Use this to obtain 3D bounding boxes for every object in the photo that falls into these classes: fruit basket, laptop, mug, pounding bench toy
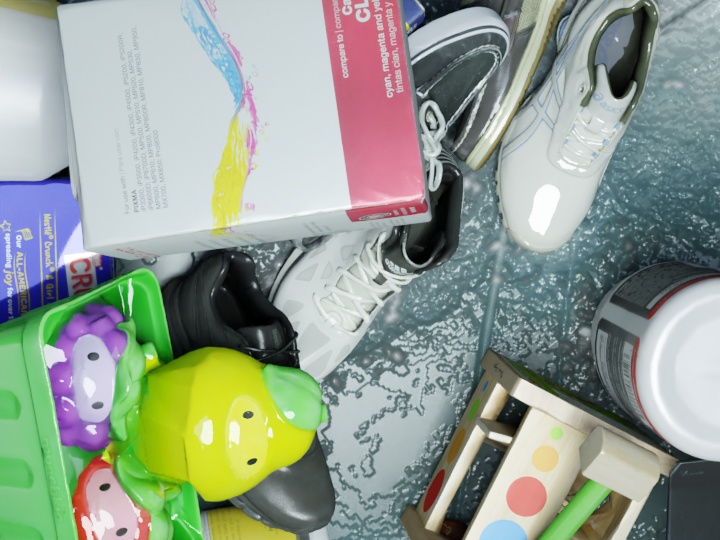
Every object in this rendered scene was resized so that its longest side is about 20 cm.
[{"bbox_3d":[-0.131,0.106,1.204,0.214,0.155,0.218,7,107,25],"label":"fruit basket"},{"bbox_3d":[0.279,0.178,1.326,0.176,0.200,0.104,-5,82,-5],"label":"laptop"},{"bbox_3d":[-0.249,-0.140,1.241,0.152,0.149,0.188,8,95,-4],"label":"mug"},{"bbox_3d":[0.119,0.164,1.293,0.124,0.200,0.157,27,93,-9],"label":"pounding bench toy"}]

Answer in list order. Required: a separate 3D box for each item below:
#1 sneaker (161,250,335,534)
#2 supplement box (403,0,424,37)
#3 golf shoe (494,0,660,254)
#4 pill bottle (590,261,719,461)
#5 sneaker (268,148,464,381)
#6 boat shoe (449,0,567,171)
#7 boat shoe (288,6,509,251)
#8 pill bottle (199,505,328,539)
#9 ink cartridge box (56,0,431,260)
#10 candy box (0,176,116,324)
[{"bbox_3d":[-0.069,0.079,1.284,0.076,0.091,0.201,-19,74,-38],"label":"sneaker"},{"bbox_3d":[-0.065,-0.138,1.274,0.200,0.109,0.110,-40,86,0],"label":"supplement box"},{"bbox_3d":[0.149,-0.105,1.317,0.078,0.097,0.202,17,96,-9],"label":"golf shoe"},{"bbox_3d":[0.219,0.054,1.289,0.115,0.200,0.117,0,95,-5],"label":"pill bottle"},{"bbox_3d":[0.000,0.000,1.303,0.075,0.115,0.201,34,93,-11],"label":"sneaker"},{"bbox_3d":[0.098,-0.170,1.320,0.066,0.072,0.202,24,89,-3],"label":"boat shoe"},{"bbox_3d":[0.025,-0.088,1.245,0.199,0.068,0.074,-35,142,-6],"label":"boat shoe"},{"bbox_3d":[-0.117,0.223,1.320,0.198,0.112,0.113,-9,98,-5],"label":"pill bottle"},{"bbox_3d":[-0.066,-0.090,1.144,0.198,0.145,0.146,-8,87,3],"label":"ink cartridge box"},{"bbox_3d":[-0.262,0.022,1.299,0.198,0.077,0.171,-1,96,-5],"label":"candy box"}]
